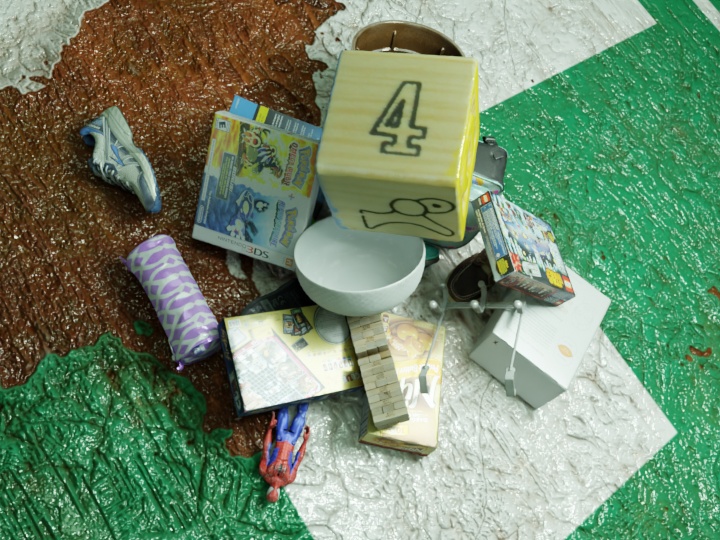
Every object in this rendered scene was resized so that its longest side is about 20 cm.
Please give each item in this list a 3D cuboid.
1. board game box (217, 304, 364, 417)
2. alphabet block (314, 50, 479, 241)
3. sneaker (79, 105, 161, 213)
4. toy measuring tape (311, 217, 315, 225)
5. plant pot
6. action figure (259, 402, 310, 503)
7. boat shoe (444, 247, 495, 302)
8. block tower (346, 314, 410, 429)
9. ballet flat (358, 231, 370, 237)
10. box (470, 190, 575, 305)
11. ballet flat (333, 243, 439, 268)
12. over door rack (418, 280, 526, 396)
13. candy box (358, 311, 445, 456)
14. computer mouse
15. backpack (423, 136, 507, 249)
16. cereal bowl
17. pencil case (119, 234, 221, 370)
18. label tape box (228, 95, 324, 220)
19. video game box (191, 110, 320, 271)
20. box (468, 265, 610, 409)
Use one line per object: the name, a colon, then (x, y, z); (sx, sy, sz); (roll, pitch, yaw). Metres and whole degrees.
board game box: (-0.101, 0.126, 1.141); (0.196, 0.035, 0.139); (-6, 72, -32)
alphabet block: (0.061, -0.174, 1.109); (0.195, 0.196, 0.201); (7, 72, 12)
sneaker: (-0.382, -0.162, 1.234); (0.084, 0.078, 0.202); (-28, 68, -17)
toy measuring tape: (-0.132, -0.091, 1.259); (0.200, 0.073, 0.074); (47, 58, -13)
plant pot: (0.068, -0.288, 1.343); (0.195, 0.201, 0.203); (5, 48, -6)
action figure: (-0.107, 0.237, 1.137); (0.064, 0.052, 0.204); (19, 63, -13)
boat shoe: (0.225, -0.011, 1.349); (0.198, 0.072, 0.073); (-31, 77, -28)
block tower: (0.024, 0.137, 1.161); (0.053, 0.058, 0.203); (-16, 57, 1)
ballet flat: (-0.005, -0.127, 1.315); (0.065, 0.058, 0.202); (0, 42, -21)
box: (0.256, -0.031, 1.208); (0.198, 0.039, 0.140); (17, 52, -48)
ballet flat: (0.034, -0.014, 1.293); (0.195, 0.073, 0.075); (3, 64, -17)
over door rack: (0.173, 0.091, 1.179); (0.144, 0.067, 0.203); (-1, 45, 22)
candy box: (0.067, 0.176, 1.216); (0.113, 0.056, 0.204); (13, 60, -10)
computer mouse: (-0.110, 0.074, 1.215); (0.198, 0.053, 0.140); (-26, 81, -36)
backpack: (0.141, -0.127, 1.305); (0.172, 0.201, 0.156); (16, 63, -4)
cereal bowl: (0.000, 0.000, 1.164); (0.195, 0.085, 0.202); (-2, 38, 2)
pencil case: (-0.277, 0.047, 1.157); (0.084, 0.084, 0.202); (-30, 74, -4)
label tape box: (-0.144, -0.191, 1.321); (0.196, 0.063, 0.147); (20, 60, -8)
video game box: (-0.157, -0.122, 1.201); (0.178, 0.205, 0.047); (16, 15, 6)
box: (0.300, 0.096, 1.301); (0.151, 0.107, 0.201); (37, 60, 3)
